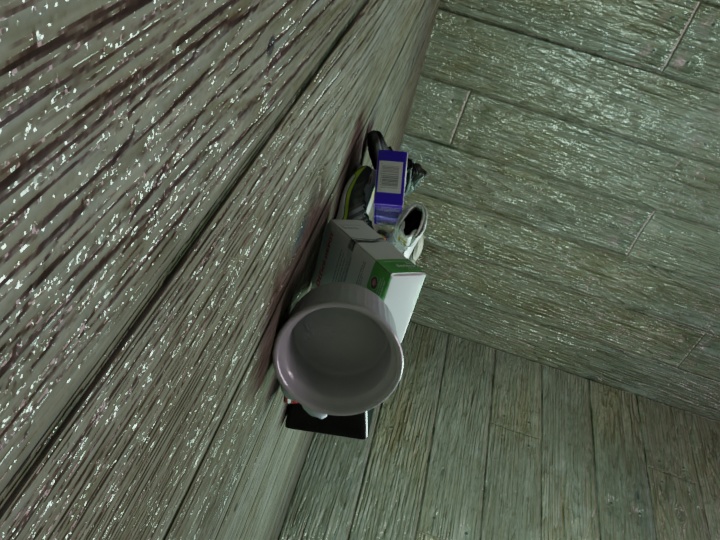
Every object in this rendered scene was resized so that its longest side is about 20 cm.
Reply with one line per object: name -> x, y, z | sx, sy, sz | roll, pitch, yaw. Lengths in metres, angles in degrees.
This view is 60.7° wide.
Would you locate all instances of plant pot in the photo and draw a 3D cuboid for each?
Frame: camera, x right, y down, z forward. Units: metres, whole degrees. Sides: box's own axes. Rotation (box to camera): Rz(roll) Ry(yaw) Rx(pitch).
plant pot -> -0.060, 0.265, 1.487 | 0.200, 0.196, 0.180 | -64, 160, -72

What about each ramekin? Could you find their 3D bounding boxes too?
ramekin -> -0.032, 0.117, 0.964 | 0.098, 0.198, 0.203 | -83, -172, -65

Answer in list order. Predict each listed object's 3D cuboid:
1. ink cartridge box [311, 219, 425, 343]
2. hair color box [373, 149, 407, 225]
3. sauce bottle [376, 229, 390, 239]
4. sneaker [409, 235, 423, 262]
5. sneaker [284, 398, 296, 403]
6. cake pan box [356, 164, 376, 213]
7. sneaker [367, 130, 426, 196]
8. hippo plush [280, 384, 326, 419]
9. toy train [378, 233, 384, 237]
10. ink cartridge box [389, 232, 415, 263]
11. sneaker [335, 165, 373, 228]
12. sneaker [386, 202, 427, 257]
ink cartridge box -> 0.007, 0.017, 1.084 | 0.200, 0.083, 0.148 | 44, -54, 43
hair color box -> 0.061, -0.166, 1.274 | 0.200, 0.064, 0.111 | 91, 5, -84
sauce bottle -> 0.020, -0.023, 1.484 | 0.066, 0.065, 0.201 | 104, 13, -50
sneaker -> 0.080, -0.024, 1.357 | 0.075, 0.070, 0.202 | -29, 145, -45
sneaker -> -0.096, 0.254, 1.302 | 0.200, 0.114, 0.079 | 100, 8, -70
cake pan box -> -0.011, -0.126, 1.406 | 0.184, 0.052, 0.203 | 50, 58, -84
sneaker -> 0.083, -0.251, 1.416 | 0.077, 0.113, 0.201 | -113, 179, -49
hippo plush -> -0.057, 0.193, 1.145 | 0.162, 0.198, 0.159 | -64, 154, -10
toy train -> 0.000, 0.000, 1.349 | 0.201, 0.055, 0.152 | -60, 165, -54
ink cartridge box -> 0.064, 0.005, 1.561 | 0.144, 0.085, 0.201 | -35, -159, 13
sneaker -> -0.007, -0.110, 1.233 | 0.074, 0.080, 0.203 | -47, 153, -85
sneaker -> 0.070, -0.044, 1.226 | 0.202, 0.073, 0.116 | -62, 173, -8
